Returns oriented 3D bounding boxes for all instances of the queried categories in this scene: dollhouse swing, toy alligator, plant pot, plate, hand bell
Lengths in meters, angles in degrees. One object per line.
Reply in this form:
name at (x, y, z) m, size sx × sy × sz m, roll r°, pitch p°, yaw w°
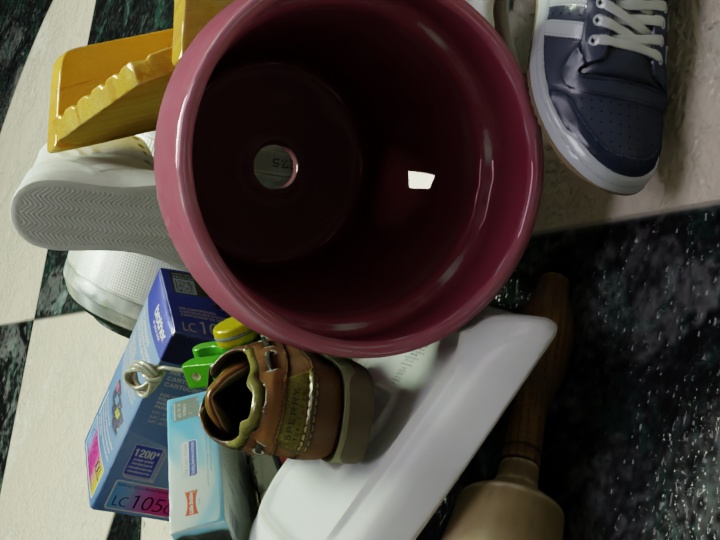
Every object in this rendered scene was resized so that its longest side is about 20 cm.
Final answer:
dollhouse swing at (-0.119, -0.199, 1.155) m, size 0.200 × 0.181 × 0.177 m, roll -21°, pitch 86°, yaw 55°
toy alligator at (-0.067, 0.055, 1.126) m, size 0.199 × 0.054 × 0.060 m, roll -5°, pitch 110°, yaw 43°
plant pot at (-0.027, -0.059, 0.972) m, size 0.179 × 0.199 × 0.202 m, roll -172°, pitch 95°, yaw -68°
plate at (0.009, 0.093, 0.966) m, size 0.201 × 0.032 × 0.199 m, roll -54°, pitch 13°, yaw -5°
hand bell at (0.085, 0.091, 0.922) m, size 0.104 × 0.104 × 0.201 m, roll -38°, pitch 31°, yaw 56°

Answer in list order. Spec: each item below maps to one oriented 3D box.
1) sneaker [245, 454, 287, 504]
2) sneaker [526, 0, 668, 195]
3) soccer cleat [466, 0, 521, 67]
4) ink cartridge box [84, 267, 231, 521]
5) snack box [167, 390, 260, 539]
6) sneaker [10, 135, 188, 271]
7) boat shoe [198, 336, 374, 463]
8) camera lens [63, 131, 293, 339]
sneaker at (-0.010, 0.165, 1.085) m, size 0.077 × 0.084 × 0.201 m, roll 79°, pitch 172°, yaw -66°
sneaker at (0.139, -0.144, 0.909) m, size 0.109 × 0.070 × 0.201 m, roll 129°, pitch 149°, yaw -49°
soccer cleat at (0.062, -0.084, 1.066) m, size 0.069 × 0.077 × 0.202 m, roll -28°, pitch -58°, yaw -72°
ink cartridge box at (-0.098, 0.082, 1.246) m, size 0.201 × 0.136 × 0.077 m, roll -63°, pitch 28°, yaw 29°
snack box at (-0.075, 0.186, 1.115) m, size 0.117 × 0.037 × 0.201 m, roll -99°, pitch -6°, yaw -53°
sneaker at (-0.130, -0.054, 1.219) m, size 0.116 × 0.198 × 0.074 m, roll -92°, pitch 13°, yaw -65°
boat shoe at (-0.054, 0.065, 0.981) m, size 0.200 × 0.067 × 0.073 m, roll 168°, pitch 108°, yaw -71°
camera lens at (-0.128, -0.048, 1.354) m, size 0.160 × 0.159 × 0.201 m, roll 42°, pitch 116°, yaw 64°
